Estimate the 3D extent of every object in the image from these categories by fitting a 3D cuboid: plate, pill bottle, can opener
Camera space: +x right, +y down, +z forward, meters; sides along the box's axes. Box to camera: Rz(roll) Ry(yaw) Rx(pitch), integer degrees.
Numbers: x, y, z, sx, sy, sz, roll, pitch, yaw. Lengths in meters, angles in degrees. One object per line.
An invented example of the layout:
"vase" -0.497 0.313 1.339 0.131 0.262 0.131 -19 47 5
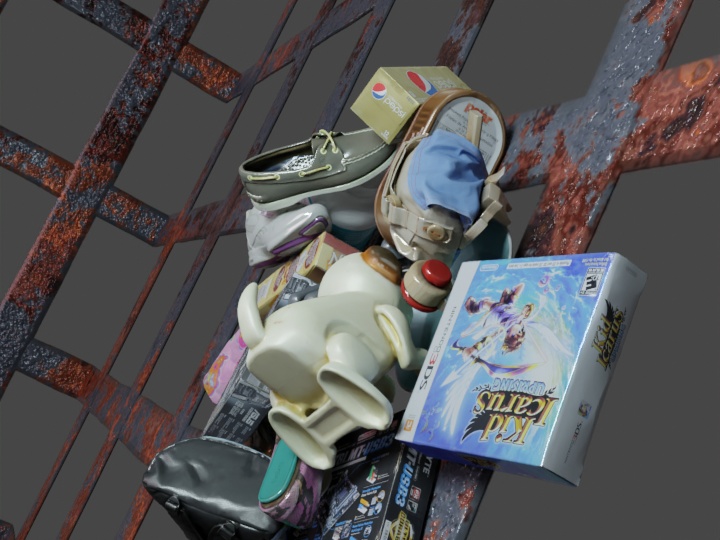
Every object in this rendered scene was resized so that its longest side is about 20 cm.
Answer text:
"plate" 0.100 0.039 1.052 0.200 0.025 0.201 -50 23 30
"pill bottle" -0.030 -0.077 1.360 0.200 0.110 0.111 125 163 -50
"can opener" 0.000 0.000 1.155 0.053 0.199 0.067 0 105 46

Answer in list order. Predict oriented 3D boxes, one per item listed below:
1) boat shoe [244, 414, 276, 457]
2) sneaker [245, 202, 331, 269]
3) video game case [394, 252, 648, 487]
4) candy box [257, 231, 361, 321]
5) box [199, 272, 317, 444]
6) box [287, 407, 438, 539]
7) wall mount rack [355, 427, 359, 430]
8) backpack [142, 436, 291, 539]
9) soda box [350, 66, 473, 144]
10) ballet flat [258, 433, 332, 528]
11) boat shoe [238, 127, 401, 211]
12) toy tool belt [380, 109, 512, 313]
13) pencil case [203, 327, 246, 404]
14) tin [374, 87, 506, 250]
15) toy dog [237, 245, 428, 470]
"boat shoe" -0.110 0.219 1.277 0.074 0.075 0.200 -66 11 1
"sneaker" -0.105 -0.064 1.305 0.200 0.075 0.100 -22 80 59
"video game case" 0.129 0.077 0.860 0.200 0.045 0.182 -5 60 58
"candy box" -0.051 0.034 1.301 0.200 0.115 0.056 -35 33 52
"box" -0.117 0.116 1.189 0.200 0.050 0.158 -53 10 51
"box" -0.008 0.250 0.996 0.200 0.050 0.199 -33 31 52
"wall mount rack" -0.023 0.127 1.176 0.200 0.074 0.175 -108 26 -66
"backpack" -0.136 0.262 1.124 0.201 0.162 0.154 89 -158 -46
"soda box" 0.072 -0.205 1.242 0.064 0.068 0.200 -52 -14 27
"ballet flat" -0.052 0.175 1.041 0.069 0.071 0.201 -23 37 32
"boat shoe" -0.050 -0.134 1.239 0.201 0.060 0.072 -19 42 10
"toy tool belt" 0.088 -0.066 1.011 0.123 0.124 0.201 -55 19 40
"pencil case" -0.151 0.116 1.498 0.200 0.087 0.088 -54 21 18
"tin" 0.093 -0.110 1.147 0.042 0.112 0.201 22 84 58
"toy dog" -0.021 0.065 1.005 0.140 0.194 0.200 -54 -2 42
